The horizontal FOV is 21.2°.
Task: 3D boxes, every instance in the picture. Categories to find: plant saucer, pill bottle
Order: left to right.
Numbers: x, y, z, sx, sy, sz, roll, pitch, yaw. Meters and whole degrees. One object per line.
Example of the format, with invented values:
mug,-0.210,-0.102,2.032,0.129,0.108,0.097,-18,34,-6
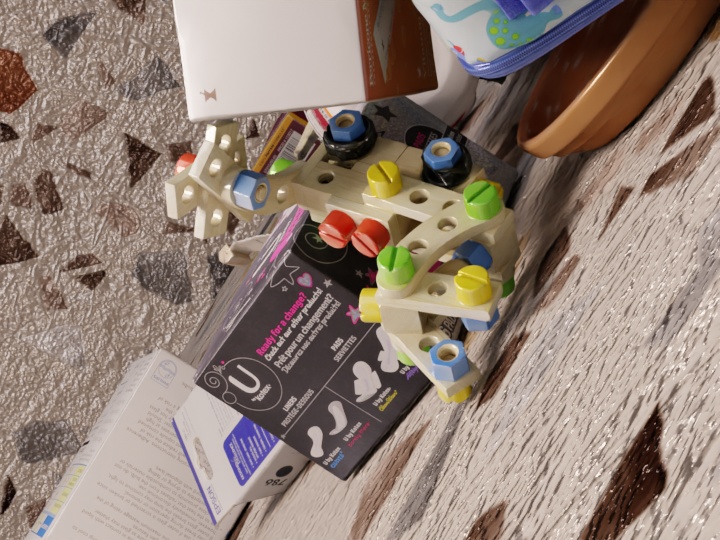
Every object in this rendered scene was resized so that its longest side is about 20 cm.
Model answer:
pill bottle,0.016,-0.134,1.327,0.113,0.113,0.200,-58,4,-4
plant saucer,0.154,-0.141,1.036,0.201,0.037,0.200,-56,8,12

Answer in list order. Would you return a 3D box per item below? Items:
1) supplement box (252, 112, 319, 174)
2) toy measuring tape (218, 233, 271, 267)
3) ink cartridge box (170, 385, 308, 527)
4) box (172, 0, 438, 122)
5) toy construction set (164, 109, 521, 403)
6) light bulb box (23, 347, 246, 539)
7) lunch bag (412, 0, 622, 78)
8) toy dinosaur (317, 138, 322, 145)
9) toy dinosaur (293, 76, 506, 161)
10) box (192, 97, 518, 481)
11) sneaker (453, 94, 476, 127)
supplement box,-0.077,-0.195,2.740,0.110,0.085,0.200,-54,8,27
toy measuring tape,-0.021,-0.001,1.353,0.199,0.074,0.074,-12,37,38
ink cartridge box,-0.056,0.079,1.316,0.200,0.039,0.100,-51,51,33
box,-0.027,-0.152,1.052,0.200,0.097,0.125,-31,-64,-75
toy construction set,0.000,-0.022,1.012,0.131,0.199,0.092,-53,-19,-30
light bulb box,-0.172,0.181,1.531,0.200,0.125,0.198,-60,8,-11
lunch bag,0.107,-0.193,0.952,0.200,0.082,0.161,-34,33,12
toy dinosaur,0.011,-0.038,1.484,0.200,0.102,0.136,-14,52,41
toy dinosaur,0.022,-0.153,1.466,0.199,0.088,0.048,-22,-31,-18
box,0.000,0.000,1.165,0.132,0.114,0.200,-53,9,38
sneaker,0.031,-0.104,1.608,0.113,0.071,0.200,-56,-2,-22
